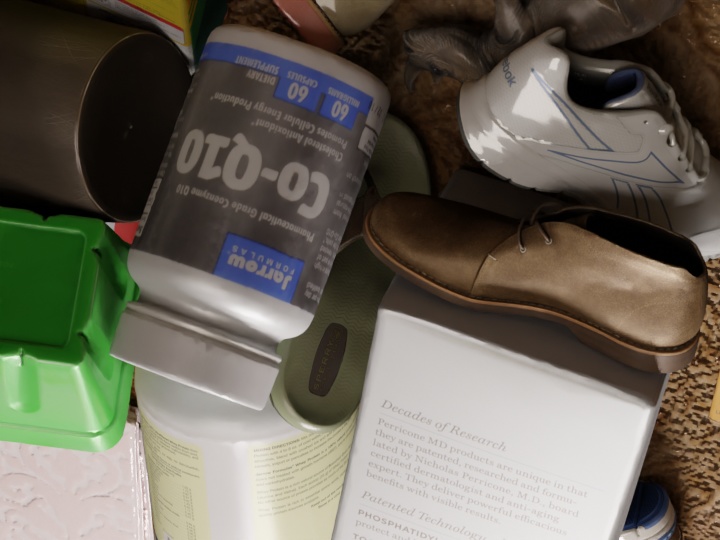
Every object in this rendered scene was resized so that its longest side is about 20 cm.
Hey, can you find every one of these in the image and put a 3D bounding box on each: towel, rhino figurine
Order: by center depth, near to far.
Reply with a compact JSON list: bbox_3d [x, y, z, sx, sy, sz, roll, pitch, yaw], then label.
[{"bbox_3d":[0.097,-0.142,1.086,0.200,0.060,0.087,-28,119,38],"label":"rhino figurine"},{"bbox_3d":[-0.251,0.159,1.459,0.199,0.032,0.191,13,126,14],"label":"towel"}]

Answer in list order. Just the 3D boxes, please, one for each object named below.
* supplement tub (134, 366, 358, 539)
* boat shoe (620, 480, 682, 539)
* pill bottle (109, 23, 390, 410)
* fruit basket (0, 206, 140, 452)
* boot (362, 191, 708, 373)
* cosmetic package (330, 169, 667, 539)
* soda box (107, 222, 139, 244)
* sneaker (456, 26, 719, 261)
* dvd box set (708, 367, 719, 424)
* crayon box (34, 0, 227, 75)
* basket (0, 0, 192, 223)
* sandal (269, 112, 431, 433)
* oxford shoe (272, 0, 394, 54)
[{"bbox_3d":[-0.072,0.104,1.272,0.145,0.145,0.200,9,126,17],"label":"supplement tub"},{"bbox_3d":[0.121,0.197,1.302,0.199,0.072,0.073,-10,120,28],"label":"boat shoe"},{"bbox_3d":[-0.066,-0.029,1.108,0.113,0.114,0.201,19,85,10],"label":"pill bottle"},{"bbox_3d":[-0.233,0.031,1.171,0.215,0.156,0.216,5,157,2],"label":"fruit basket"},{"bbox_3d":[0.097,-0.015,1.065,0.199,0.074,0.076,19,136,14],"label":"boot"},{"bbox_3d":[0.096,0.080,1.171,0.166,0.167,0.200,18,127,10],"label":"cosmetic package"},{"bbox_3d":[-0.170,-0.032,1.273,0.200,0.064,0.068,-23,111,33],"label":"soda box"},{"bbox_3d":[0.152,-0.066,1.075,0.200,0.075,0.087,23,138,-25],"label":"sneaker"},{"bbox_3d":[0.235,-0.032,1.049,0.029,0.146,0.200,16,128,14],"label":"dvd box set"},{"bbox_3d":[-0.143,-0.192,1.094,0.127,0.051,0.200,26,165,4],"label":"crayon box"},{"bbox_3d":[-0.211,-0.099,1.169,0.200,0.136,0.181,10,143,32],"label":"basket"},{"bbox_3d":[0.001,0.001,1.165,0.080,0.202,0.057,15,171,-17],"label":"sandal"},{"bbox_3d":[-0.052,-0.221,1.105,0.074,0.071,0.200,-34,102,5],"label":"oxford shoe"}]
